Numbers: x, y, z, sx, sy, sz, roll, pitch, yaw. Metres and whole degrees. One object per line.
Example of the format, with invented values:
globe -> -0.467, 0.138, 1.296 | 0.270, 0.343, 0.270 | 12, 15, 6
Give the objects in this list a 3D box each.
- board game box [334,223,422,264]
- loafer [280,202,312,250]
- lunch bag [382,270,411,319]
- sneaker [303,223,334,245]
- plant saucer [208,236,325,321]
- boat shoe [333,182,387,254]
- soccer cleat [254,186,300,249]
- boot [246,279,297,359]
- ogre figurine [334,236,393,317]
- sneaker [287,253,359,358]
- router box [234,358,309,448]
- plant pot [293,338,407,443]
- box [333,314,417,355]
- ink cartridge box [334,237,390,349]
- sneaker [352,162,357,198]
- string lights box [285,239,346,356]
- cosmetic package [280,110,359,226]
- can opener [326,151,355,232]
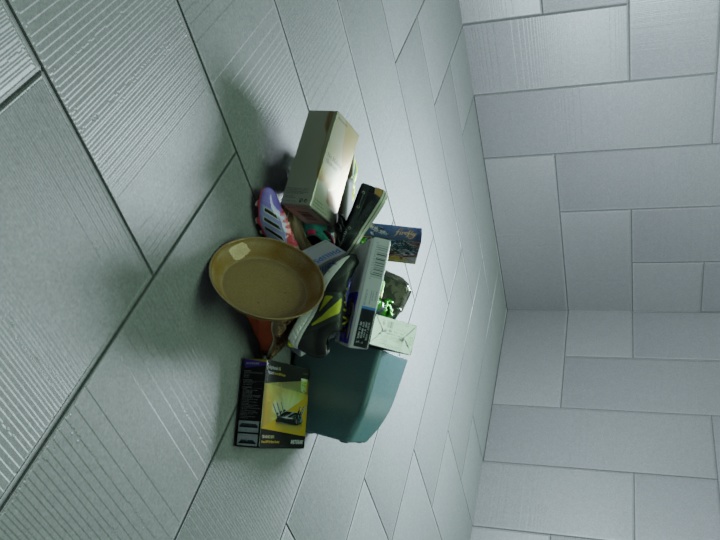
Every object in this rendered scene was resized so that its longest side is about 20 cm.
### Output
board game box -> 0.035, -0.065, 1.708 | 0.136, 0.198, 0.035 | 97, 0, -69
loafer -> -0.125, -0.044, 1.510 | 0.076, 0.067, 0.202 | -49, 135, -61
lunch bag -> 0.022, 0.078, 1.746 | 0.200, 0.138, 0.169 | -129, -117, -83
sneaker -> -0.078, -0.019, 1.610 | 0.121, 0.083, 0.201 | -68, 143, -55
plant saucer -> -0.160, 0.021, 1.275 | 0.201, 0.199, 0.036 | -64, 175, -51
boat shoe -> -0.024, -0.082, 1.462 | 0.201, 0.062, 0.075 | -56, -167, 11
soccer cleat -> -0.149, -0.062, 1.430 | 0.067, 0.076, 0.202 | -45, 132, -64
boot -> -0.171, 0.089, 1.368 | 0.075, 0.107, 0.201 | -48, 166, -31
ogre figurine -> 0.000, 0.000, 1.561 | 0.120, 0.097, 0.202 | 19, 65, -58
sneaker -> -0.049, 0.066, 1.340 | 0.201, 0.084, 0.074 | -59, 176, 3
router box -> -0.162, 0.256, 1.421 | 0.200, 0.052, 0.159 | 32, 60, -67
plant pot -> -0.036, 0.255, 1.591 | 0.196, 0.194, 0.202 | 32, 70, -66
box -> 0.006, 0.122, 1.532 | 0.116, 0.199, 0.061 | 19, 81, -37
ink cartridge box -> 0.001, 0.045, 1.403 | 0.200, 0.043, 0.200 | 168, -65, -80
sneaker -> -0.056, -0.191, 1.694 | 0.105, 0.075, 0.202 | -18, 107, -68
string lights box -> -0.089, 0.054, 1.429 | 0.102, 0.059, 0.201 | -27, 137, -42
cosmetic package -> -0.076, -0.199, 1.461 | 0.105, 0.071, 0.202 | 36, 66, -58
can opener -> -0.031, -0.179, 1.563 | 0.067, 0.053, 0.202 | -15, 112, -57
